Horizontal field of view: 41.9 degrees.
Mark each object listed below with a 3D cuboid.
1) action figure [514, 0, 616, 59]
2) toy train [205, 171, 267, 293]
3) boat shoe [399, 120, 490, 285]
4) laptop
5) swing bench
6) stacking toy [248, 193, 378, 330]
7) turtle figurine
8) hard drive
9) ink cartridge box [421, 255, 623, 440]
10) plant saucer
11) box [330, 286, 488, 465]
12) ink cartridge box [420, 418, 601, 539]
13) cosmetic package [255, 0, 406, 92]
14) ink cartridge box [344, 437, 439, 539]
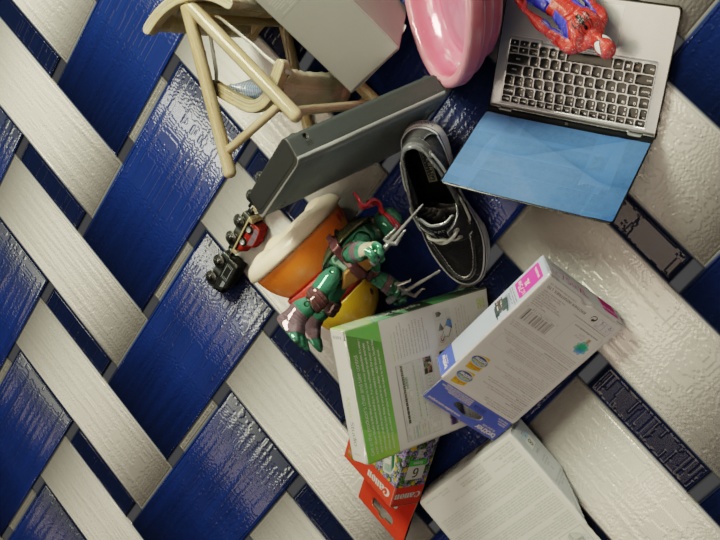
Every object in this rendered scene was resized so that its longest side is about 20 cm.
[{"bbox_3d":[0.185,-0.280,0.943,0.065,0.052,0.201,-41,70,3],"label":"action figure"},{"bbox_3d":[-0.145,-0.051,1.220,0.046,0.034,0.202,38,117,15],"label":"toy train"},{"bbox_3d":[0.089,-0.059,1.017,0.070,0.068,0.203,-9,121,21],"label":"boat shoe"},{"bbox_3d":[0.198,-0.173,0.938,0.184,0.115,0.205,16,108,27],"label":"laptop"},{"bbox_3d":[-0.103,-0.230,1.061,0.129,0.198,0.203,-33,84,31],"label":"swing bench"},{"bbox_3d":[-0.025,0.023,1.131,0.145,0.147,0.200,-38,100,31],"label":"stacking toy"},{"bbox_3d":[0.000,0.000,1.024,0.200,0.149,0.101,-45,59,6],"label":"turtle figurine"},{"bbox_3d":[-0.014,-0.134,1.002,0.033,0.198,0.140,57,151,7],"label":"hard drive"},{"bbox_3d":[0.168,0.088,1.006,0.118,0.042,0.200,31,114,-26],"label":"ink cartridge box"},{"bbox_3d":[0.094,-0.293,0.961,0.050,0.200,0.205,-13,94,-11],"label":"plant saucer"},{"bbox_3d":[0.066,0.111,1.032,0.036,0.197,0.148,0,102,57],"label":"box"},{"bbox_3d":[0.189,0.295,1.091,0.201,0.047,0.160,48,120,2],"label":"ink cartridge box"},{"bbox_3d":[-0.045,-0.305,1.016,0.090,0.108,0.200,-33,114,30],"label":"cosmetic package"},{"bbox_3d":[0.032,0.223,1.136,0.109,0.050,0.204,38,119,48],"label":"ink cartridge box"}]
